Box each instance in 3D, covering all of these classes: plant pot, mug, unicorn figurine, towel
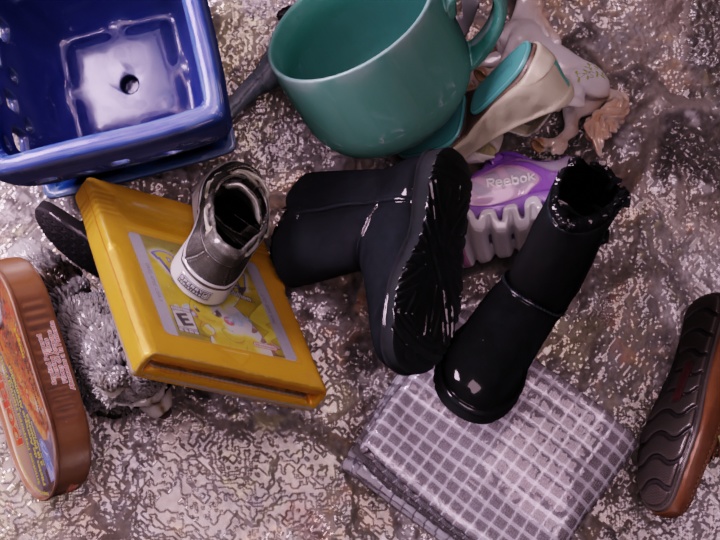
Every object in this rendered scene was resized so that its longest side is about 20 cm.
[{"bbox_3d":[-0.208,-0.171,1.501,0.198,0.180,0.202,-14,79,3],"label":"plant pot"},{"bbox_3d":[0.027,-0.167,1.505,0.184,0.115,0.153,3,50,38],"label":"mug"},{"bbox_3d":[0.154,-0.187,1.596,0.200,0.074,0.137,47,56,-1],"label":"unicorn figurine"},{"bbox_3d":[0.106,0.147,1.515,0.199,0.086,0.166,36,76,4],"label":"towel"}]

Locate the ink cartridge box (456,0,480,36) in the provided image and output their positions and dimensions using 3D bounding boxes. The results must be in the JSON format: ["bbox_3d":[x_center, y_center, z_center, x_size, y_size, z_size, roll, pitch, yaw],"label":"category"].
[{"bbox_3d":[0.065,-0.309,1.597,0.066,0.116,0.201,-32,82,-12],"label":"ink cartridge box"}]

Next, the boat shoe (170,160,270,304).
[{"bbox_3d":[-0.100,-0.045,1.494,0.070,0.200,0.064,31,118,-12],"label":"boat shoe"}]

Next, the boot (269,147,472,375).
[{"bbox_3d":[0.000,0.000,1.479,0.076,0.167,0.202,34,57,-40],"label":"boot"}]

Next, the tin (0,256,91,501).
[{"bbox_3d":[-0.269,0.086,1.486,0.042,0.112,0.201,-12,78,-34],"label":"tin"}]

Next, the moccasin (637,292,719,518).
[{"bbox_3d":[0.287,0.119,1.535,0.078,0.073,0.202,37,54,-25],"label":"moccasin"}]

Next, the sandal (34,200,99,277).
[{"bbox_3d":[-0.181,-0.008,1.537,0.199,0.075,0.045,28,70,-6],"label":"sandal"}]

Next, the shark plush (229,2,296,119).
[{"bbox_3d":[-0.055,-0.217,1.584,0.199,0.083,0.091,-37,67,0],"label":"shark plush"}]

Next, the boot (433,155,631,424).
[{"bbox_3d":[0.138,0.011,1.438,0.073,0.163,0.198,33,40,8],"label":"boot"}]

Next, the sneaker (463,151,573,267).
[{"bbox_3d":[0.109,-0.058,1.569,0.198,0.081,0.089,-3,57,5],"label":"sneaker"}]

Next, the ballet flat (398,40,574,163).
[{"bbox_3d":[0.107,-0.124,1.536,0.069,0.200,0.070,13,65,-30],"label":"ballet flat"}]

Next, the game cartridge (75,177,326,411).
[{"bbox_3d":[-0.128,0.017,1.464,0.175,0.032,0.201,15,38,-38],"label":"game cartridge"}]

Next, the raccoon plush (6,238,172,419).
[{"bbox_3d":[-0.226,0.049,1.484,0.199,0.134,0.097,34,78,3],"label":"raccoon plush"}]
